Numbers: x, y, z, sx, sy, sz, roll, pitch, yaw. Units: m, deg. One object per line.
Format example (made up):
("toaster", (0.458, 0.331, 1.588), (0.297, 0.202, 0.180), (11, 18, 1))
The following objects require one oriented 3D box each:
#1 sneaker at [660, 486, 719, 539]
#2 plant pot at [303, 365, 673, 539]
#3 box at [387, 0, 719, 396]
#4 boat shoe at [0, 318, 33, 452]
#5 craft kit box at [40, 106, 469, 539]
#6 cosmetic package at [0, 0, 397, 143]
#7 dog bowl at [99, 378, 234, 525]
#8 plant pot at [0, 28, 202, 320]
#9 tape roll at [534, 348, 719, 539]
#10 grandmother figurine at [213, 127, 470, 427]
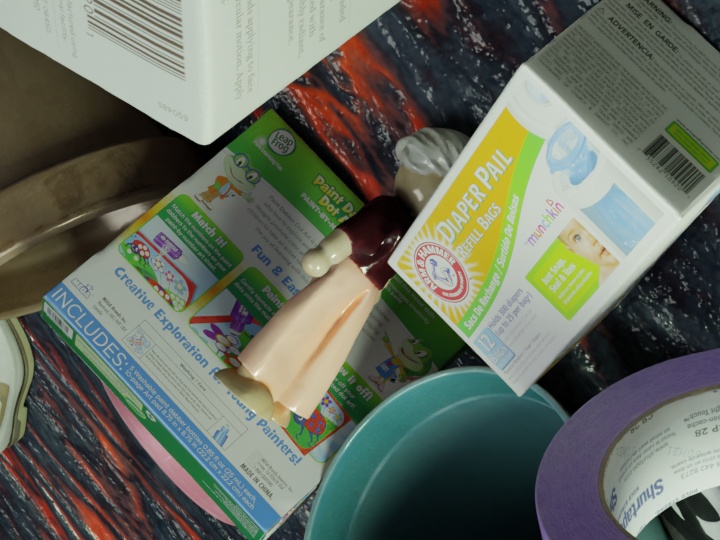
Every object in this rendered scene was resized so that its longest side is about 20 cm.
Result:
("sneaker", (0.226, 0.147, 1.096), (0.200, 0.073, 0.112), (51, 169, 41))
("plant pot", (0.098, 0.184, 1.169), (0.199, 0.201, 0.188), (11, 165, 43))
("box", (0.113, -0.040, 1.048), (0.112, 0.101, 0.200), (45, 145, 9))
("boat shoe", (-0.330, 0.098, 1.704), (0.075, 0.068, 0.201), (32, 141, 24))
("craft kit box", (-0.060, 0.031, 1.224), (0.200, 0.197, 0.049), (46, 159, 7))
("cosmetic package", (-0.075, -0.207, 1.010), (0.164, 0.200, 0.166), (30, 140, 26))
("dog bowl", (-0.102, 0.085, 1.331), (0.200, 0.074, 0.200), (50, -171, -10))
("plant pot", (-0.221, -0.083, 1.336), (0.200, 0.199, 0.176), (-38, 74, 55))
("tape roll", (0.188, 0.120, 0.961), (0.199, 0.200, 0.066), (15, 132, 40))
("grandmother figurine", (0.000, 0.000, 1.156), (0.060, 0.200, 0.121), (39, -179, 7))
